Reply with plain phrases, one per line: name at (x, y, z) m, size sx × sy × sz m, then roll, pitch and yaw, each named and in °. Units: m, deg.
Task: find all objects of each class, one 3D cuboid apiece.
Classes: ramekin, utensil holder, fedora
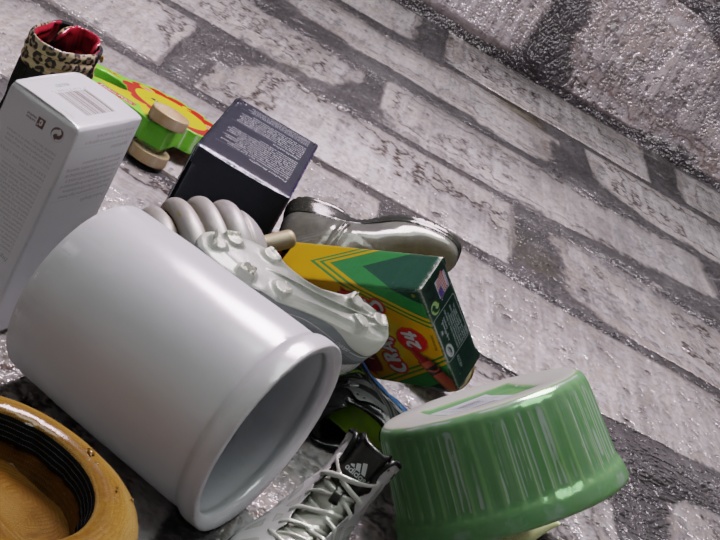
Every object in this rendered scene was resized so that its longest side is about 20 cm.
ramekin at (0.112, 0.151, 1.119) m, size 0.200 × 0.200 × 0.098 m, roll -18°, pitch 91°, yaw -63°
utensil holder at (-0.143, 0.070, 1.024) m, size 0.200 × 0.170 × 0.170 m, roll 35°, pitch 21°, yaw 16°
fedora at (-0.234, 0.151, 0.833) m, size 0.200 × 0.082 × 0.201 m, roll 28°, pitch 16°, yaw -8°

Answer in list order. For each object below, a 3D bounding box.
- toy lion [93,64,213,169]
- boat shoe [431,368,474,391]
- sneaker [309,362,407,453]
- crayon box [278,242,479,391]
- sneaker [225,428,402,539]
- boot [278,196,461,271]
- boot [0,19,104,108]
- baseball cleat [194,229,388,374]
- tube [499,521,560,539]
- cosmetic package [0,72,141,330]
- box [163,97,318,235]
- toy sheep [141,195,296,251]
toy lion at (-0.261, -0.193, 1.604) m, size 0.200 × 0.069 × 0.192 m, roll 31°, pitch 14°, yaw 0°
boat shoe at (0.034, 0.054, 1.421) m, size 0.200 × 0.073 × 0.065 m, roll 36°, pitch 11°, yaw 12°
sneaker at (-0.027, 0.109, 1.222) m, size 0.200 × 0.071 × 0.083 m, roll 42°, pitch 17°, yaw 19°
crayon box at (0.000, 0.041, 1.268) m, size 0.200 × 0.127 × 0.051 m, roll 6°, pitch 44°, yaw 35°
sneaker at (-0.037, 0.175, 1.002) m, size 0.076 × 0.116 × 0.200 m, roll 35°, pitch 21°, yaw 10°
boot at (0.000, 0.000, 1.388) m, size 0.199 × 0.068 × 0.131 m, roll 12°, pitch 41°, yaw 0°
boot at (-0.302, -0.173, 1.364) m, size 0.073 × 0.151 × 0.200 m, roll 37°, pitch 22°, yaw 15°
baseball cleat at (-0.072, 0.041, 1.145) m, size 0.200 × 0.106 × 0.070 m, roll 29°, pitch 31°, yaw -26°
tube at (0.123, 0.230, 1.201) m, size 0.200 × 0.052 × 0.058 m, roll -17°, pitch 91°, yaw -67°
cosmetic package at (-0.263, -0.054, 1.082) m, size 0.074 × 0.200 × 0.102 m, roll 36°, pitch 21°, yaw 11°
box at (-0.133, -0.069, 1.373) m, size 0.104 × 0.148 × 0.200 m, roll 30°, pitch 22°, yaw -5°
toy sheep at (-0.151, -0.003, 1.219) m, size 0.200 × 0.138 × 0.138 m, roll -11°, pitch 40°, yaw -25°
